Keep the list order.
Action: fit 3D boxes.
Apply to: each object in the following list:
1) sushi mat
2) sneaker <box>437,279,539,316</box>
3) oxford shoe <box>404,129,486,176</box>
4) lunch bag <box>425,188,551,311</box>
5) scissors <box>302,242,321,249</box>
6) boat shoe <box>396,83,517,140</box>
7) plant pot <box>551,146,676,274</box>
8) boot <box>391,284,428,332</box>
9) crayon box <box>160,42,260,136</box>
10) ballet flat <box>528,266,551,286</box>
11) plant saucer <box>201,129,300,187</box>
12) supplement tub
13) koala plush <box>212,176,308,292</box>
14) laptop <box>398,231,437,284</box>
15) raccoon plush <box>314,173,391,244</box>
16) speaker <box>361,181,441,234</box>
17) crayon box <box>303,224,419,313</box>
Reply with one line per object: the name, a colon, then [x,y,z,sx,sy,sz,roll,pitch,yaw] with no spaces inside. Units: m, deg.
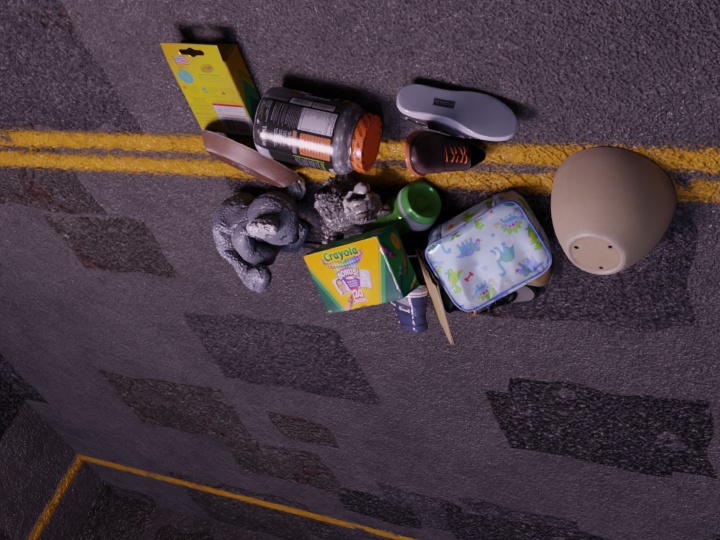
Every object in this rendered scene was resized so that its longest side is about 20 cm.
sushi mat: [0.138,0.050,1.741,0.012,0.096,0.201,-22,141,-1]
sneaker: [0.241,0.051,1.792,0.197,0.080,0.074,-1,146,-9]
oxford shoe: [0.134,-0.188,1.507,0.072,0.199,0.072,0,98,32]
lunch bag: [0.222,-0.031,1.648,0.198,0.083,0.162,-31,106,20]
scissors: [-0.078,-0.053,1.973,0.197,0.014,0.074,17,148,17]
boat shoe: [0.152,-0.240,1.507,0.197,0.071,0.066,13,165,14]
plant pot: [0.386,-0.074,1.505,0.198,0.136,0.201,19,147,12]
boot: [0.081,0.066,1.880,0.072,0.092,0.200,-5,-173,-13]
crayon box: [-0.254,-0.330,1.674,0.125,0.051,0.201,9,144,26]
ballet flat: [0.250,-0.016,1.733,0.196,0.069,0.064,5,132,1]
plant saucer: [-0.207,-0.200,1.748,0.198,0.035,0.200,25,178,1]
supplement tub: [-0.071,-0.234,1.613,0.197,0.124,0.123,15,146,17]
koala plush: [-0.184,-0.092,1.852,0.184,0.178,0.200,43,149,-8]
laptop: [0.093,-0.026,1.792,0.175,0.104,0.202,-7,135,-28]
raccoon plush: [-0.005,-0.087,1.751,0.134,0.096,0.202,41,155,34]
speaker: [0.071,-0.085,1.754,0.088,0.089,0.200,32,147,-10]
crayon box: [0.000,0.000,1.703,0.198,0.058,0.120,-14,104,46]
